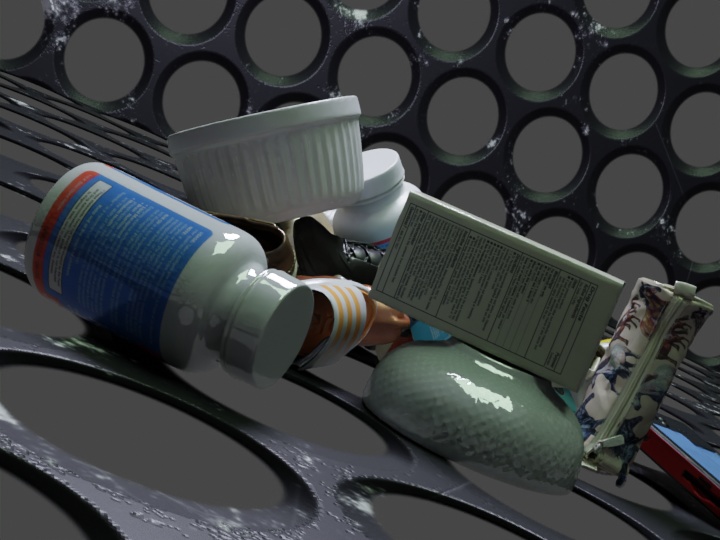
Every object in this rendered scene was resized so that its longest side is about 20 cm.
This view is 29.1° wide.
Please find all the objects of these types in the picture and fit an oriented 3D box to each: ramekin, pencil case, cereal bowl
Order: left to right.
[{"bbox_3d":[-0.088,-0.103,1.394,0.197,0.107,0.200,-12,5,1],"label":"ramekin"},{"bbox_3d":[0.106,0.112,1.196,0.198,0.084,0.200,24,5,-2],"label":"cereal bowl"},{"bbox_3d":[0.260,0.101,1.317,0.077,0.202,0.089,27,3,-3],"label":"pencil case"}]

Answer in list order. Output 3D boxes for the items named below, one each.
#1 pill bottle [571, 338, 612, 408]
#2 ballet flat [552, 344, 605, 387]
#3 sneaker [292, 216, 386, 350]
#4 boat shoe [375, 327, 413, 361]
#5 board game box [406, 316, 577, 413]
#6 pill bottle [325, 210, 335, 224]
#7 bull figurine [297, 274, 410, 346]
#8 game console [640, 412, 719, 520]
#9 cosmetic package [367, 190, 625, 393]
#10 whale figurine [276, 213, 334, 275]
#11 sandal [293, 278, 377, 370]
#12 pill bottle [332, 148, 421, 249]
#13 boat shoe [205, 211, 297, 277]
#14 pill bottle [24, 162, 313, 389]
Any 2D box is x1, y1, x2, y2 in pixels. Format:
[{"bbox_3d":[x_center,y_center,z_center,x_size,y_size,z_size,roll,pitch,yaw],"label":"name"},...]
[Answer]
[{"bbox_3d":[0.294,0.135,1.606,0.110,0.113,0.200,24,6,12],"label":"pill bottle"},{"bbox_3d":[0.196,0.082,1.340,0.062,0.068,0.199,38,18,19],"label":"ballet flat"},{"bbox_3d":[0.000,0.000,1.434,0.200,0.090,0.077,45,26,-45],"label":"sneaker"},{"bbox_3d":[0.068,0.078,1.440,0.062,0.072,0.200,28,13,12],"label":"boat shoe"},{"bbox_3d":[0.123,0.066,1.390,0.199,0.047,0.152,34,27,-35],"label":"board game box"},{"bbox_3d":[-0.016,-0.022,1.787,0.198,0.114,0.113,24,6,10],"label":"pill bottle"},{"bbox_3d":[-0.053,0.032,1.316,0.197,0.066,0.121,13,5,-15],"label":"bull figurine"},{"bbox_3d":[0.368,0.211,1.431,0.176,0.031,0.200,16,22,-50],"label":"game console"},{"bbox_3d":[0.119,0.016,1.199,0.198,0.104,0.087,26,6,12],"label":"cosmetic package"},{"bbox_3d":[-0.075,-0.003,1.528,0.160,0.103,0.201,58,12,-28],"label":"whale figurine"},{"bbox_3d":[-0.053,0.050,1.196,0.205,0.080,0.059,5,18,-45],"label":"sandal"},{"bbox_3d":[0.033,-0.026,1.531,0.107,0.202,0.109,-16,26,8],"label":"pill bottle"},{"bbox_3d":[-0.154,-0.029,1.220,0.199,0.076,0.075,6,-34,2],"label":"boat shoe"},{"bbox_3d":[-0.138,0.008,1.018,0.198,0.113,0.112,26,6,21],"label":"pill bottle"}]
